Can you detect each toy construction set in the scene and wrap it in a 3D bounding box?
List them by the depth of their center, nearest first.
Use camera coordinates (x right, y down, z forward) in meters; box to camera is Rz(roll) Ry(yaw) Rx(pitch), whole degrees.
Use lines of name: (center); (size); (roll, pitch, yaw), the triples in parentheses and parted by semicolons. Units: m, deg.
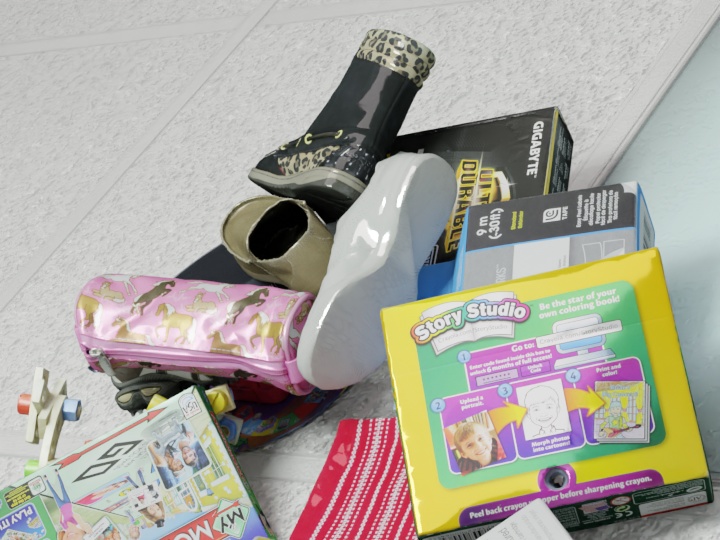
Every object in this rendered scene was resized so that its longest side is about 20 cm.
toy construction set: (-0.195, 0.143, 1.789); (0.199, 0.132, 0.092); (8, 9, 22)

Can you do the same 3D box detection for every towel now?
towel: (0.032, 0.159, 1.616); (0.200, 0.022, 0.145); (-11, 45, 47)

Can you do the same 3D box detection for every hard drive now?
hard drive: (-0.088, 0.000, 1.958); (0.134, 0.042, 0.200); (-4, 22, 40)

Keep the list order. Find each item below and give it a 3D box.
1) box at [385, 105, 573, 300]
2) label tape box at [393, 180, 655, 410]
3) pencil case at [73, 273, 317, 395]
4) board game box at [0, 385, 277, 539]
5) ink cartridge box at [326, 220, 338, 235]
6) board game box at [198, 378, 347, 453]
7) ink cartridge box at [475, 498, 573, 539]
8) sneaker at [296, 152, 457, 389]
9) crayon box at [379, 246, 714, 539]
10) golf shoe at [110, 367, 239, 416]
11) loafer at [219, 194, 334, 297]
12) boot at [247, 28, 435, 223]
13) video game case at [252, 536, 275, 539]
box: (0.084, -0.037, 1.808); (0.159, 0.049, 0.201); (-10, 45, 24)
label tape box: (0.115, 0.019, 1.653); (0.199, 0.063, 0.145); (-8, 47, 17)
pencil case: (-0.124, 0.049, 1.743); (0.199, 0.083, 0.087); (4, 73, 20)
board game box: (-0.181, 0.194, 1.717); (0.199, 0.135, 0.029); (-29, -12, 6)
ink cartridge box: (0.054, -0.005, 1.857); (0.099, 0.039, 0.200); (-36, 40, -8)
board game box: (-0.080, 0.071, 1.890); (0.158, 0.039, 0.200); (-28, 29, 8)
ink cartridge box: (0.073, 0.258, 1.404); (0.200, 0.086, 0.146); (-32, 28, -3)
sneaker: (0.000, 0.000, 1.711); (0.088, 0.075, 0.201); (10, 66, 52)
crayon box: (0.125, 0.091, 1.520); (0.199, 0.058, 0.173); (-12, 62, 7)
golf shoe: (-0.131, 0.051, 1.821); (0.199, 0.095, 0.078); (-19, 8, 25)
loafer: (-0.063, -0.028, 1.826); (0.076, 0.068, 0.200); (-45, 31, -12)
boot: (-0.014, -0.122, 1.885); (0.154, 0.073, 0.203); (-63, 21, -8)
video game case: (-0.067, 0.282, 1.549); (0.182, 0.023, 0.200); (6, 53, 49)
